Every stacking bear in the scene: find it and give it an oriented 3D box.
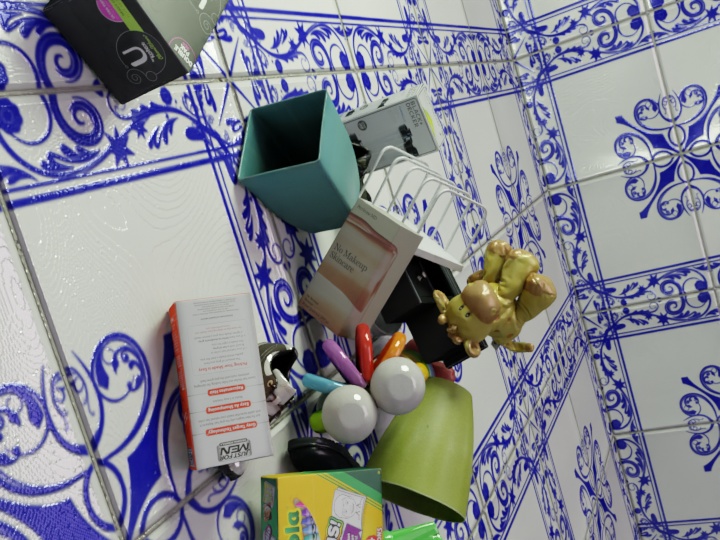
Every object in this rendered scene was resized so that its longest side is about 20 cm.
[{"bbox_3d":[0.072,0.191,1.445,0.121,0.114,0.199,41,12,25],"label":"stacking bear"}]

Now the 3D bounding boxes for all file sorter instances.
[{"bbox_3d":[0.106,-0.112,1.409,0.137,0.126,0.200,18,18,-40],"label":"file sorter"}]

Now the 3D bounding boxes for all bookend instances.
[{"bbox_3d":[0.113,0.070,1.407,0.199,0.091,0.201,4,57,-62],"label":"bookend"}]

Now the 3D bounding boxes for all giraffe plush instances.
[{"bbox_3d":[0.209,0.061,1.355,0.160,0.172,0.204,-7,117,-40],"label":"giraffe plush"}]

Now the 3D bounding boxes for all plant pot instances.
[{"bbox_3d":[-0.082,-0.156,1.291,0.201,0.139,0.144,54,34,-50],"label":"plant pot"},{"bbox_3d":[0.115,0.290,1.349,0.187,0.185,0.203,46,57,-45],"label":"plant pot"}]

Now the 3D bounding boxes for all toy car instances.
[{"bbox_3d":[-0.002,0.165,1.225,0.152,0.198,0.175,61,-8,1],"label":"toy car"}]

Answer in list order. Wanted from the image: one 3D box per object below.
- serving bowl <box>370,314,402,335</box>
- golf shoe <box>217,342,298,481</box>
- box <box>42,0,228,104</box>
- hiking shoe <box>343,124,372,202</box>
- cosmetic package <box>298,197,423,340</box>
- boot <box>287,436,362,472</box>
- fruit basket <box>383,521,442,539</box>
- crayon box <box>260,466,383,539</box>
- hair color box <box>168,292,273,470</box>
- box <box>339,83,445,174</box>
[{"bbox_3d":[0.013,0.023,1.461,0.200,0.065,0.204,37,46,-51],"label":"serving bowl"},{"bbox_3d":[-0.137,0.178,1.066,0.078,0.093,0.203,50,38,-42],"label":"golf shoe"},{"bbox_3d":[-0.270,-0.341,1.008,0.149,0.122,0.202,53,36,-36],"label":"box"},{"bbox_3d":[-0.017,-0.176,1.456,0.200,0.099,0.077,48,39,-44],"label":"hiking shoe"},{"bbox_3d":[0.000,0.000,1.292,0.087,0.103,0.202,20,101,-58],"label":"cosmetic package"},{"bbox_3d":[-0.046,0.354,1.179,0.201,0.075,0.171,51,33,-48],"label":"boot"},{"bbox_3d":[0.047,0.495,1.239,0.215,0.214,0.157,17,41,-60],"label":"fruit basket"},{"bbox_3d":[-0.050,0.378,1.090,0.170,0.058,0.204,5,78,-37],"label":"crayon box"},{"bbox_3d":[-0.174,0.137,0.996,0.100,0.061,0.204,-6,81,-22],"label":"hair color box"},{"bbox_3d":[0.048,-0.261,1.513,0.118,0.197,0.060,64,29,-23],"label":"box"}]
